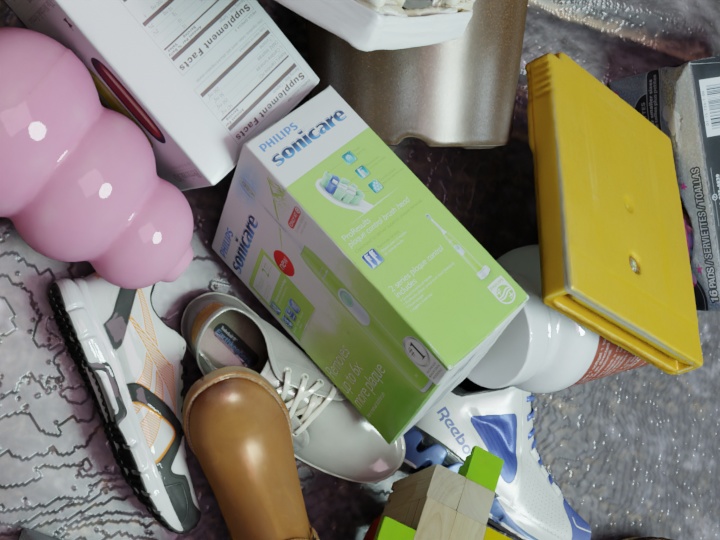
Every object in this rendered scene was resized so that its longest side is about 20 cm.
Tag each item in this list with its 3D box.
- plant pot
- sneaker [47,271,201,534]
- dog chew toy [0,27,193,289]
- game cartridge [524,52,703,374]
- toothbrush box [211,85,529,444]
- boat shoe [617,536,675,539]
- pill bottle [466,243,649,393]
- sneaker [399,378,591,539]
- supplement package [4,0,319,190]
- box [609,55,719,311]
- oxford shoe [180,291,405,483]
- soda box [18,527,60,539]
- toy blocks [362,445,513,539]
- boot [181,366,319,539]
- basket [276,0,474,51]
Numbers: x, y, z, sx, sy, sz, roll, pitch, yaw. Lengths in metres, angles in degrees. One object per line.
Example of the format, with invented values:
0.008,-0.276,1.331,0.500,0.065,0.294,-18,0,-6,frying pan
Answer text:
0.040,-0.193,0.918,0.198,0.200,0.202,-1,98,-24,plant pot
-0.147,0.089,0.894,0.079,0.073,0.203,-24,101,-24,sneaker
-0.194,-0.064,0.837,0.200,0.124,0.125,42,75,-16,dog chew toy
0.184,-0.043,0.926,0.175,0.032,0.203,27,51,-41,game cartridge
0.000,0.000,0.875,0.086,0.146,0.200,-36,79,-28,toothbrush box
0.202,0.260,1.027,0.198,0.067,0.073,-14,78,-43,boat shoe
0.161,0.032,0.982,0.198,0.111,0.114,-9,95,-44,pill bottle
0.119,0.144,1.012,0.198,0.080,0.116,34,80,-20,sneaker
-0.143,-0.165,0.868,0.110,0.113,0.201,-45,106,-17,supplement package
0.304,-0.076,1.075,0.130,0.114,0.203,-11,94,-24,box
-0.050,0.091,0.927,0.199,0.058,0.075,40,89,-9,oxford shoe
-0.156,0.250,0.896,0.198,0.063,0.069,25,83,-23,soda box
0.025,0.231,0.911,0.099,0.137,0.202,27,62,-13,toy blocks
-0.062,0.178,0.853,0.076,0.156,0.202,-14,127,-12,boot
-0.020,-0.234,0.760,0.135,0.199,0.125,-23,141,-57,basket
